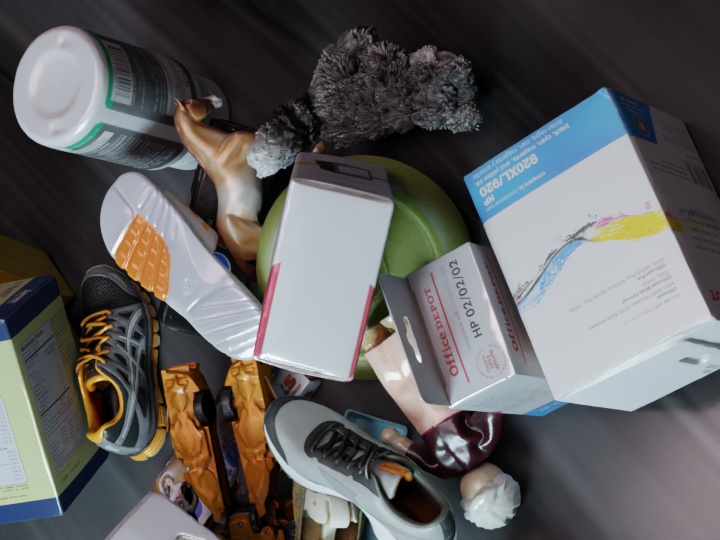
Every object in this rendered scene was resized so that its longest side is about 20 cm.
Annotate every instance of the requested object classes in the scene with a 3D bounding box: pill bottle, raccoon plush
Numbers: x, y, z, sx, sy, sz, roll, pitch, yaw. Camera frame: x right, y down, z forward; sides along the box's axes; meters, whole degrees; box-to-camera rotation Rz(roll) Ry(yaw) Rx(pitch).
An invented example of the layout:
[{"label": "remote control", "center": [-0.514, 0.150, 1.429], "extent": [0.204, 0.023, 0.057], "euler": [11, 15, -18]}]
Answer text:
[{"label": "pill bottle", "center": [-0.221, -0.156, 1.553], "extent": [0.113, 0.200, 0.114], "euler": [-5, 81, 33]}, {"label": "raccoon plush", "center": [0.016, -0.126, 1.428], "extent": [0.134, 0.097, 0.200], "euler": [22, 66, 38]}]

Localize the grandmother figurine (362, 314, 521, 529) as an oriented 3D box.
[{"label": "grandmother figurine", "center": [0.074, 0.126, 1.384], "extent": [0.121, 0.060, 0.200], "euler": [-34, 83, 40]}]

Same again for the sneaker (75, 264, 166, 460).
[{"label": "sneaker", "center": [-0.245, 0.087, 1.613], "extent": [0.078, 0.077, 0.201], "euler": [-27, 68, 30]}]

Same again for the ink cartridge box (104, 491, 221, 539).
[{"label": "ink cartridge box", "center": [-0.137, 0.300, 1.426], "extent": [0.145, 0.200, 0.085], "euler": [32, 63, 26]}]

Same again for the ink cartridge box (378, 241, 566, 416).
[{"label": "ink cartridge box", "center": [0.107, 0.048, 1.306], "extent": [0.068, 0.200, 0.116], "euler": [-29, 69, 27]}]

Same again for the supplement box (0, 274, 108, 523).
[{"label": "supplement box", "center": [-0.380, 0.131, 1.588], "extent": [0.199, 0.134, 0.201], "euler": [-9, 106, 13]}]

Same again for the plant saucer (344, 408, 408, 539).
[{"label": "plant saucer", "center": [-0.004, 0.229, 1.468], "extent": [0.070, 0.019, 0.201], "euler": [14, 92, 34]}]

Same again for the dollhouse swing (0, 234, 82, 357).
[{"label": "dollhouse swing", "center": [-0.396, 0.092, 1.668], "extent": [0.200, 0.181, 0.176], "euler": [-46, 46, 20]}]

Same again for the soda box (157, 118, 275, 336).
[{"label": "soda box", "center": [-0.133, -0.039, 1.546], "extent": [0.063, 0.070, 0.201], "euler": [-153, 79, -76]}]

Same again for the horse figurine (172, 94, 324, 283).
[{"label": "horse figurine", "center": [-0.091, -0.069, 1.493], "extent": [0.132, 0.050, 0.201], "euler": [-10, 98, -11]}]

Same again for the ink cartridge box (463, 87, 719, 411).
[{"label": "ink cartridge box", "center": [0.204, -0.011, 1.281], "extent": [0.144, 0.147, 0.201], "euler": [-31, 67, 27]}]

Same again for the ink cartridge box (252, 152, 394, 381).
[{"label": "ink cartridge box", "center": [-0.029, -0.009, 1.317], "extent": [0.085, 0.200, 0.148], "euler": [11, 99, -4]}]

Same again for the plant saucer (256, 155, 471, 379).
[{"label": "plant saucer", "center": [0.000, 0.000, 1.438], "extent": [0.199, 0.031, 0.201], "euler": [2, 97, 13]}]

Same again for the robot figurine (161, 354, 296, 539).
[{"label": "robot figurine", "center": [-0.111, 0.177, 1.496], "extent": [0.144, 0.058, 0.201], "euler": [-11, 93, 18]}]

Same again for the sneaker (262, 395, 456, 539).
[{"label": "sneaker", "center": [0.004, 0.166, 1.381], "extent": [0.200, 0.079, 0.074], "euler": [36, 60, 16]}]

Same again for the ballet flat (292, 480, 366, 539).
[{"label": "ballet flat", "center": [-0.027, 0.234, 1.428], "extent": [0.070, 0.071, 0.201], "euler": [6, 90, 34]}]

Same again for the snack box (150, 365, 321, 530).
[{"label": "snack box", "center": [-0.119, 0.156, 1.549], "extent": [0.072, 0.024, 0.200], "euler": [45, 108, 26]}]

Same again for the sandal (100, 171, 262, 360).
[{"label": "sandal", "center": [-0.152, -0.001, 1.481], "extent": [0.207, 0.059, 0.079], "euler": [47, 110, 7]}]
